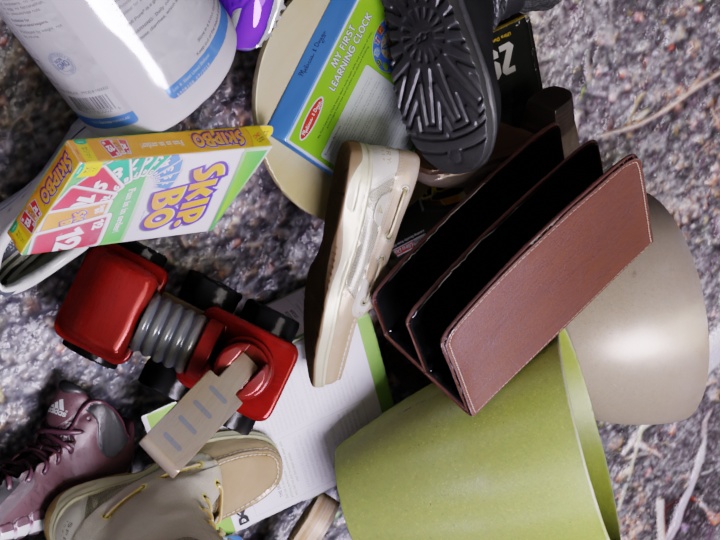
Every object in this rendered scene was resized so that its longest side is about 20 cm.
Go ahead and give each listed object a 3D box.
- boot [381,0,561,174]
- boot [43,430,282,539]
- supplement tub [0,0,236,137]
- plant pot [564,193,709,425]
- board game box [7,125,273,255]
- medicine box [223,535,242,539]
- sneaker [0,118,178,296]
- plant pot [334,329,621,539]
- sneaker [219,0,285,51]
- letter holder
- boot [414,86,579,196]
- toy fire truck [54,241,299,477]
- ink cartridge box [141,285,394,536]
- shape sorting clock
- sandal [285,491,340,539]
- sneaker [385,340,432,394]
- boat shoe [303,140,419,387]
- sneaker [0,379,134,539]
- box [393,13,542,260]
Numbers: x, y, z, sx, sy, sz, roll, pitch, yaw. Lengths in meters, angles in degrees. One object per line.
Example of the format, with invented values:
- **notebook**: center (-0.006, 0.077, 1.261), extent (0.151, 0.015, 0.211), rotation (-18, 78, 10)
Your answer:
- **boot**: center (0.095, -0.186, 1.500), extent (0.157, 0.079, 0.214), rotation (-14, 93, -48)
- **boot**: center (-0.116, 0.193, 1.476), extent (0.198, 0.154, 0.073), rotation (-16, 117, -30)
- **supplement tub**: center (-0.184, -0.199, 1.352), extent (0.132, 0.132, 0.201), rotation (-42, 128, -11)
- **plant pot**: center (0.192, 0.043, 1.688), extent (0.133, 0.200, 0.202), rotation (-11, 117, -16)
- **board game box**: center (-0.147, -0.059, 1.396), extent (0.199, 0.030, 0.096), rotation (-13, 150, -49)
- **medicine box**: center (-0.188, 0.312, 1.560), extent (0.198, 0.103, 0.183), rotation (0, 132, -35)
- **sneaker**: center (-0.201, -0.052, 1.443), extent (0.200, 0.071, 0.073), rotation (-45, 128, -9)
- **plant pot**: center (0.086, 0.157, 1.559), extent (0.198, 0.188, 0.188), rotation (-15, 125, 11)
- **sneaker**: center (-0.107, -0.258, 1.420), extent (0.099, 0.069, 0.202), rotation (-7, 106, -31)
- **letter holder**: center (0.109, -0.017, 1.459), extent (0.200, 0.100, 0.142), rotation (-43, 153, -10)
- **boot**: center (0.111, -0.056, 1.579), extent (0.199, 0.070, 0.147), rotation (-26, 135, -36)
- **toy fire truck**: center (-0.139, 0.063, 1.423), extent (0.175, 0.200, 0.130), rotation (27, 89, -2)
- **ink cartridge box**: center (-0.078, 0.115, 1.603), extent (0.198, 0.076, 0.149), rotation (-24, 123, -13)
- **shape sorting clock**: center (0.001, -0.135, 1.509), extent (0.199, 0.039, 0.202), rotation (-12, 110, -36)
- **sandal**: center (-0.099, 0.256, 1.662), extent (0.069, 0.078, 0.213), rotation (33, 111, -3)
- **sneaker**: center (0.091, 0.089, 1.723), extent (0.200, 0.070, 0.076), rotation (47, 65, -44)
- **boat shoe**: center (0.000, 0.000, 1.493), extent (0.064, 0.072, 0.202), rotation (6, 114, -14)
- **sneaker**: center (-0.253, 0.140, 1.502), extent (0.199, 0.075, 0.117), rotation (-1, 106, -45)
- **box**: center (0.061, -0.105, 1.615), extent (0.199, 0.049, 0.161), rotation (-27, 121, -22)
